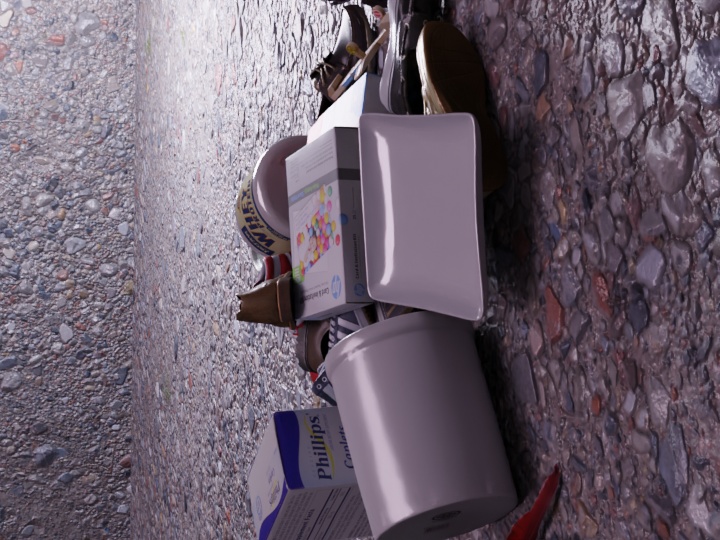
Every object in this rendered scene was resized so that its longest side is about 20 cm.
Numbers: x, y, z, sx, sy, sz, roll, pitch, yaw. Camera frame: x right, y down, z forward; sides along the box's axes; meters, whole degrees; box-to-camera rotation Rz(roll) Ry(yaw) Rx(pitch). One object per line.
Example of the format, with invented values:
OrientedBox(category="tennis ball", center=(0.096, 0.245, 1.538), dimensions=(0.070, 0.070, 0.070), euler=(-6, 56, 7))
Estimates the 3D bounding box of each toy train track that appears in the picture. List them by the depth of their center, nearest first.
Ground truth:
OrientedBox(category="toy train track", center=(-0.003, -0.267, 1.502), dimensions=(0.115, 0.032, 0.200), euler=(-59, 9, -28))

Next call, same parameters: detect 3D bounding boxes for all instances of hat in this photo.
OrientedBox(category="hat", center=(0.172, 0.331, 1.241), dimensions=(0.200, 0.174, 0.167), euler=(47, -159, -56))

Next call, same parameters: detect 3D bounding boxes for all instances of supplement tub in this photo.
OrientedBox(category="supplement tub", center=(-0.100, -0.097, 1.749), dimensions=(0.200, 0.143, 0.148), euler=(146, 119, -70))

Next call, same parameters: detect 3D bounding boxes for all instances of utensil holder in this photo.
OrientedBox(category="utensil holder", center=(0.065, 0.169, 1.297), dimensions=(0.170, 0.167, 0.203), euler=(119, 141, -57))

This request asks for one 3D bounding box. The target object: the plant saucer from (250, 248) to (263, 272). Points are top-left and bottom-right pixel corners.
OrientedBox(category="plant saucer", center=(-0.149, -0.050, 2.048), dimensions=(0.200, 0.049, 0.204), euler=(176, 90, -71))

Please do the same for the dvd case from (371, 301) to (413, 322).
OrientedBox(category="dvd case", center=(0.054, -0.037, 1.453), dimensions=(0.201, 0.016, 0.150), euler=(-55, 42, 43))

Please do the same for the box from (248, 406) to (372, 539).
OrientedBox(category="box", center=(-0.024, 0.251, 1.513), dimensions=(0.185, 0.197, 0.106), euler=(113, 148, -52))

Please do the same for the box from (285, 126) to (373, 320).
OrientedBox(category="box", center=(-0.039, -0.051, 1.447), dimensions=(0.155, 0.041, 0.204), euler=(160, 107, -64))

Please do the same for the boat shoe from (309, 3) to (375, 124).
OrientedBox(category="boat shoe", center=(-0.026, -0.247, 1.621), dimensions=(0.075, 0.072, 0.203), euler=(-133, 43, -61))

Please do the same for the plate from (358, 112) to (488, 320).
OrientedBox(category="plate", center=(0.068, -0.060, 1.260), dimensions=(0.198, 0.032, 0.204), euler=(9, 105, 55))

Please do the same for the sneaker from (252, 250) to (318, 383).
OrientedBox(category="sneaker", center=(-0.093, 0.071, 1.694), dimensions=(0.071, 0.111, 0.204), euler=(-166, 71, -73))

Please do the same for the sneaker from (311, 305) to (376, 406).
OrientedBox(category="sneaker", center=(-0.025, 0.084, 1.532), dimensions=(0.070, 0.107, 0.202), euler=(-63, -49, -73))

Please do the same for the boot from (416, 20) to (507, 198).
OrientedBox(category="boot", center=(0.080, -0.147, 1.323), dimensions=(0.155, 0.072, 0.203), euler=(-45, 57, 57))

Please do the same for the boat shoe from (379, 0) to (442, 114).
OrientedBox(category="boat shoe", center=(0.067, -0.263, 1.378), dimensions=(0.056, 0.068, 0.203), euler=(38, 134, 40))

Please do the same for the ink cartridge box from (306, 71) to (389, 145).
OrientedBox(category="ink cartridge box", center=(-0.009, -0.150, 1.534), dimensions=(0.200, 0.066, 0.118), euler=(149, 131, -63))

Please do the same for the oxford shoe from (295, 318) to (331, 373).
OrientedBox(category="oxford shoe", center=(-0.038, 0.040, 1.618), dimensions=(0.084, 0.072, 0.204), euler=(12, 108, 53))

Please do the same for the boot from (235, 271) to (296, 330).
OrientedBox(category="boot", center=(-0.116, 0.040, 1.554), dimensions=(0.200, 0.074, 0.075), euler=(68, -164, -85))

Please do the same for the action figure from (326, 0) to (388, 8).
OrientedBox(category="action figure", center=(-0.007, -0.394, 1.553), dimensions=(0.200, 0.068, 0.132), euler=(-123, 30, -60))
